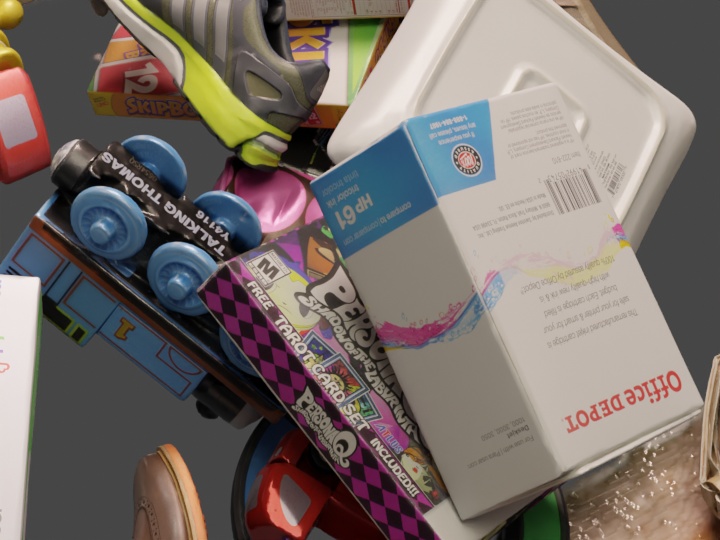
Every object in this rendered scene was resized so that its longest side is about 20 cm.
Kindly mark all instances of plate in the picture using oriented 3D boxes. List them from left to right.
[{"bbox_3d":[0.101,-0.084,1.415,0.200,0.032,0.200,37,55,-11],"label":"plate"}]

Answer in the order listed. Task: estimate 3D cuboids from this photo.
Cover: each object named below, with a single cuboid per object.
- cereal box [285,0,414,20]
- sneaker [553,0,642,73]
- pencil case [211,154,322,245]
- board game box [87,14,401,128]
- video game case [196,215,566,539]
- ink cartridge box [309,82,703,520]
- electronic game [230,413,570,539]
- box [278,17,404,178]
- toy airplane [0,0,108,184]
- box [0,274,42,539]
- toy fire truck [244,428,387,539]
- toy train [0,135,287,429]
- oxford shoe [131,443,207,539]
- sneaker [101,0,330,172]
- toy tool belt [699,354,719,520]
[{"bbox_3d":[-0.027,-0.213,1.534,0.199,0.040,0.144,-1,38,12],"label":"cereal box"},{"bbox_3d":[0.117,-0.132,1.515,0.075,0.071,0.200,-31,69,-30],"label":"sneaker"},{"bbox_3d":[0.000,0.000,1.440,0.199,0.091,0.094,15,18,-1],"label":"pencil case"},{"bbox_3d":[-0.066,-0.134,1.507,0.199,0.030,0.096,6,51,17],"label":"board game box"},{"bbox_3d":[0.029,0.055,1.316,0.200,0.036,0.181,52,37,9],"label":"video game case"},{"bbox_3d":[0.080,0.015,1.274,0.144,0.084,0.201,-17,80,-49],"label":"ink cartridge box"},{"bbox_3d":[0.024,0.142,1.372,0.199,0.042,0.201,7,54,-10],"label":"electronic game"},{"bbox_3d":[0.035,-0.106,1.548,0.192,0.048,0.201,17,54,1],"label":"box"},{"bbox_3d":[-0.258,-0.159,1.452,0.198,0.141,0.201,17,53,-1],"label":"toy airplane"},{"bbox_3d":[-0.266,0.104,1.295,0.175,0.097,0.201,5,54,-8],"label":"box"},{"bbox_3d":[0.012,0.191,1.291,0.199,0.049,0.141,30,60,2],"label":"toy fire truck"},{"bbox_3d":[-0.105,0.011,1.362,0.200,0.114,0.087,39,39,-4],"label":"toy train"},{"bbox_3d":[-0.118,0.184,1.291,0.072,0.071,0.201,-1,56,-8],"label":"oxford shoe"},{"bbox_3d":[-0.091,-0.154,1.440,0.081,0.074,0.200,-43,75,10],"label":"sneaker"},{"bbox_3d":[0.266,0.118,1.398,0.124,0.123,0.201,6,55,-10],"label":"toy tool belt"}]
